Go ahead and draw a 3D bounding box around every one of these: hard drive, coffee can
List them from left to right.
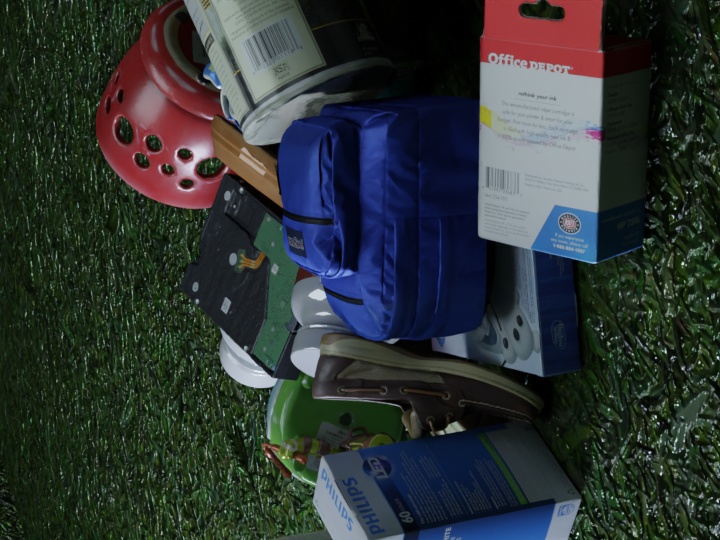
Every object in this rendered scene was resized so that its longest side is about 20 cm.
[{"bbox_3d":[-0.101,0.004,1.659,0.200,0.038,0.140,39,112,47],"label":"hard drive"},{"bbox_3d":[-0.075,-0.230,1.426,0.200,0.146,0.146,66,154,8],"label":"coffee can"}]

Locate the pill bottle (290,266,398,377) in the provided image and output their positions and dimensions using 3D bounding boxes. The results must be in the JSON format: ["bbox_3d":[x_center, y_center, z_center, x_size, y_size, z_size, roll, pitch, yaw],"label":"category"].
[{"bbox_3d":[0.000,0.000,1.512,0.112,0.112,0.200,137,150,-62],"label":"pill bottle"}]

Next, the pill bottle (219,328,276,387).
[{"bbox_3d":[-0.097,0.042,1.838,0.200,0.114,0.114,113,142,-50],"label":"pill bottle"}]

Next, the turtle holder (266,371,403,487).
[{"bbox_3d":[-0.033,0.128,1.684,0.132,0.141,0.186,-165,68,-68],"label":"turtle holder"}]

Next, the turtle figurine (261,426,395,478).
[{"bbox_3d":[0.019,0.185,1.563,0.161,0.200,0.064,-19,48,62],"label":"turtle figurine"}]

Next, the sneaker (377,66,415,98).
[{"bbox_3d":[0.012,-0.143,1.592,0.200,0.071,0.080,148,112,-73],"label":"sneaker"}]

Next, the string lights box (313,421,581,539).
[{"bbox_3d":[0.073,0.193,1.387,0.103,0.200,0.059,-122,33,-45],"label":"string lights box"}]

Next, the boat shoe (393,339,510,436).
[{"bbox_3d":[0.070,0.112,1.533,0.201,0.073,0.063,50,138,39],"label":"boat shoe"}]

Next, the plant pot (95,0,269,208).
[{"bbox_3d":[-0.183,-0.201,1.866,0.183,0.200,0.201,-56,46,47],"label":"plant pot"}]

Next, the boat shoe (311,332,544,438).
[{"bbox_3d":[0.056,0.110,1.407,0.072,0.200,0.072,128,157,-78],"label":"boat shoe"}]

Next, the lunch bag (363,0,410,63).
[{"bbox_3d":[-0.034,-0.284,1.594,0.200,0.117,0.164,-155,62,-68],"label":"lunch bag"}]

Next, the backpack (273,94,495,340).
[{"bbox_3d":[0.020,-0.040,1.373,0.163,0.168,0.200,-151,55,-71],"label":"backpack"}]

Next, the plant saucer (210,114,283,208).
[{"bbox_3d":[-0.075,-0.087,1.667,0.037,0.200,0.200,-54,32,2],"label":"plant saucer"}]

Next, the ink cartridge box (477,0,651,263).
[{"bbox_3d":[0.152,-0.117,1.231,0.116,0.067,0.200,15,112,41],"label":"ink cartridge box"}]

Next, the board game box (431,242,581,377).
[{"bbox_3d":[0.116,-0.020,1.417,0.199,0.043,0.200,9,105,64],"label":"board game box"}]

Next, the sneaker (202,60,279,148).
[{"bbox_3d":[-0.094,-0.161,1.602,0.076,0.077,0.200,40,166,40],"label":"sneaker"}]

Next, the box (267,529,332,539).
[{"bbox_3d":[-0.010,0.341,1.622,0.106,0.200,0.153,-159,64,-65],"label":"box"}]
